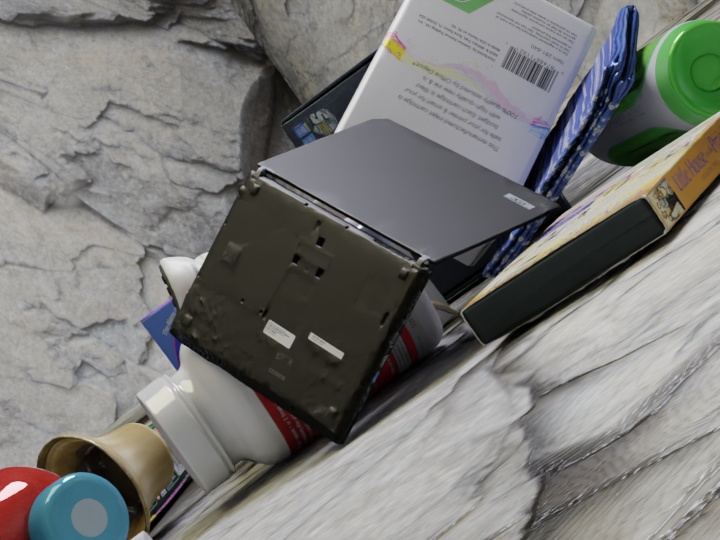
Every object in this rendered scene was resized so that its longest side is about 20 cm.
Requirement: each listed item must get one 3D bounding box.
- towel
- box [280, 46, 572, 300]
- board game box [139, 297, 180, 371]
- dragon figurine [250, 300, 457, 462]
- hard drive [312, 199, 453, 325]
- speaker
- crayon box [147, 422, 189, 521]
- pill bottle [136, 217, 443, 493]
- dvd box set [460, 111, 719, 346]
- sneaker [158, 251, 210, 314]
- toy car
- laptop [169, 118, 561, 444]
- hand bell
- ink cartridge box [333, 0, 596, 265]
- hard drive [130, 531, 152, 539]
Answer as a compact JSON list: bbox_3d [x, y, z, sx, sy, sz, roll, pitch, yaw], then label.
[{"bbox_3d":[0.150,-0.098,1.661,0.200,0.024,0.145,-58,6,28],"label":"towel"},{"bbox_3d":[0.054,-0.085,1.806,0.158,0.200,0.051,-34,-2,10],"label":"box"},{"bbox_3d":[-0.080,0.048,1.866,0.200,0.135,0.045,-33,4,42],"label":"board game box"},{"bbox_3d":[-0.029,0.071,1.646,0.200,0.059,0.099,-38,4,-13],"label":"dragon figurine"},{"bbox_3d":[-0.039,0.029,1.711,0.200,0.132,0.026,-34,6,37],"label":"hard drive"},{"bbox_3d":[0.230,-0.132,1.678,0.088,0.089,0.200,-36,3,-15],"label":"speaker"},{"bbox_3d":[-0.234,0.209,1.805,0.172,0.058,0.200,-35,3,11],"label":"crayon box"},{"bbox_3d":[-0.051,0.061,1.532,0.200,0.112,0.112,-36,3,-10],"label":"pill bottle"},{"bbox_3d":[0.156,-0.030,1.382,0.146,0.029,0.200,-34,2,29],"label":"dvd box set"},{"bbox_3d":[-0.089,0.031,1.636,0.081,0.075,0.200,-25,-17,-2],"label":"sneaker"},{"bbox_3d":[-0.284,0.149,1.432,0.177,0.200,0.184,-37,3,-35],"label":"toy car"},{"bbox_3d":[0.000,0.000,1.476,0.103,0.177,0.200,24,-86,-50],"label":"laptop"},{"bbox_3d":[-0.143,0.122,1.675,0.104,0.104,0.200,-33,4,44],"label":"hand bell"},{"bbox_3d":[0.072,-0.126,1.705,0.200,0.145,0.084,-63,2,-22],"label":"ink cartridge box"},{"bbox_3d":[-0.210,0.237,1.390,0.200,0.027,0.132,-37,3,-5],"label":"hard drive"}]
